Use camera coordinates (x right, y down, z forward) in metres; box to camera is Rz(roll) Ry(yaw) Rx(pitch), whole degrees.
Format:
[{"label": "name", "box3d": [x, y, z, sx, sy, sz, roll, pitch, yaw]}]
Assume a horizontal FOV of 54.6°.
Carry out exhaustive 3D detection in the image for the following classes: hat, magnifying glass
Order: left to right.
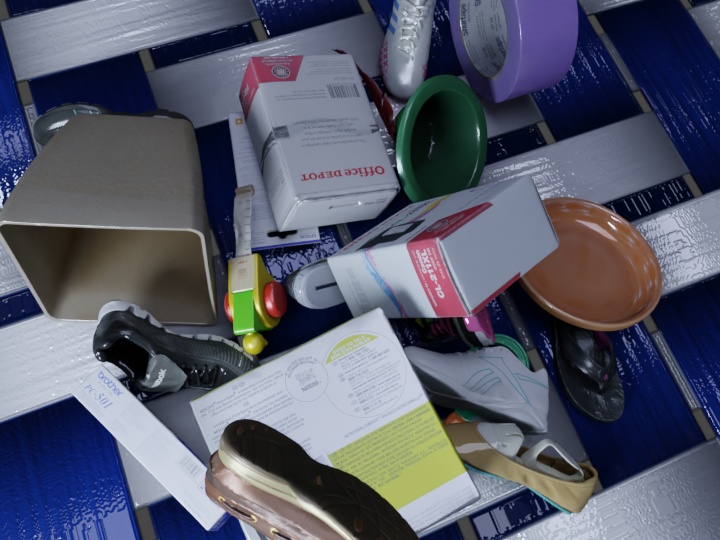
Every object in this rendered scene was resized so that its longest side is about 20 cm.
[{"label": "hat", "box3d": [0.057, -0.183, 0.949, 0.165, 0.175, 0.202, 10, 92, -41]}, {"label": "magnifying glass", "box3d": [0.130, 0.160, 0.833, 0.079, 0.022, 0.200, 38, 68, 8]}]

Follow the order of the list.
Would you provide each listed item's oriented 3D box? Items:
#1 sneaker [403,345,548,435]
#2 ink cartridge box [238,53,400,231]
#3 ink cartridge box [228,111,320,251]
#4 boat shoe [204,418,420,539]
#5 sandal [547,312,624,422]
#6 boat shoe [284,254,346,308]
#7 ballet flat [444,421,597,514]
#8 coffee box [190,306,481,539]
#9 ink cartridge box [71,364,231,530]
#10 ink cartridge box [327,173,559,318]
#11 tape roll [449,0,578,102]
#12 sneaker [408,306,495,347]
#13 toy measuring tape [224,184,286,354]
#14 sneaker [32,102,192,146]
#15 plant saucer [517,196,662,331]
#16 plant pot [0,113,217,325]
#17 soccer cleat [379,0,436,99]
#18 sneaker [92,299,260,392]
[{"label": "sneaker", "box3d": [0.130, 0.121, 0.796, 0.199, 0.070, 0.081, 24, 66, -16]}, {"label": "ink cartridge box", "box3d": [-0.054, -0.160, 0.867, 0.144, 0.085, 0.202, -10, 70, -26]}, {"label": "ink cartridge box", "box3d": [-0.113, -0.117, 0.902, 0.094, 0.037, 0.202, -7, 68, -10]}, {"label": "boat shoe", "box3d": [-0.036, 0.200, 0.561, 0.199, 0.072, 0.068, 33, 108, 2]}, {"label": "sandal", "box3d": [0.274, 0.086, 0.859, 0.074, 0.048, 0.202, -9, 70, -10]}, {"label": "boat shoe", "box3d": [0.000, 0.000, 0.848, 0.198, 0.071, 0.073, -6, 103, -31]}, {"label": "ballet flat", "box3d": [0.177, 0.204, 0.776, 0.199, 0.069, 0.063, 28, 108, -15]}, {"label": "coffee box", "box3d": [-0.023, 0.184, 0.700, 0.199, 0.200, 0.199, -26, 74, -8]}, {"label": "ink cartridge box", "box3d": [-0.213, 0.191, 0.743, 0.200, 0.094, 0.044, 42, 71, 9]}, {"label": "ink cartridge box", "box3d": [0.079, -0.019, 0.732, 0.145, 0.199, 0.083, -34, 104, -31]}, {"label": "tape roll", "box3d": [0.198, -0.334, 0.930, 0.084, 0.200, 0.202, -17, 72, -13]}, {"label": "sneaker", "box3d": [0.097, 0.050, 0.790, 0.087, 0.200, 0.075, -15, 95, 4]}, {"label": "toy measuring tape", "box3d": [-0.124, 0.002, 0.827, 0.073, 0.074, 0.202, -2, 71, -7]}, {"label": "sneaker", "box3d": [-0.311, -0.160, 0.877, 0.198, 0.075, 0.080, 0, 71, -6]}, {"label": "plant saucer", "box3d": [0.278, -0.007, 0.880, 0.198, 0.038, 0.202, 6, 53, -7]}, {"label": "plant pot", "box3d": [-0.262, -0.064, 0.792, 0.198, 0.200, 0.179, 1, 58, -6]}, {"label": "soccer cleat", "box3d": [0.068, -0.341, 0.979, 0.069, 0.086, 0.202, 8, 69, -3]}, {"label": "sneaker", "box3d": [-0.203, 0.104, 0.765, 0.198, 0.067, 0.091, 24, 24, -11]}]
